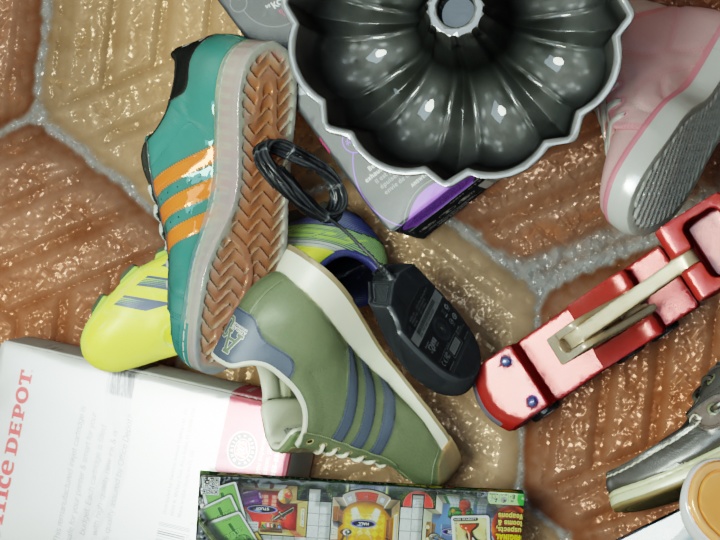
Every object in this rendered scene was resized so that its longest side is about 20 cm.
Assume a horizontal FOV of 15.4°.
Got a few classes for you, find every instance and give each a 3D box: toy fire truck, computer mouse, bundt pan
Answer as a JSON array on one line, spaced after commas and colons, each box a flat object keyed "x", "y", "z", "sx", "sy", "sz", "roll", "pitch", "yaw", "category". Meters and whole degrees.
[{"x": 0.149, "y": 0.030, "z": 1.589, "sx": 0.200, "sy": 0.141, "sz": 0.049, "roll": -34, "pitch": 83, "yaw": 10, "category": "toy fire truck"}, {"x": 0.000, "y": 0.000, "z": 1.584, "sx": 0.034, "sy": 0.059, "sz": 0.200, "roll": -29, "pitch": 108, "yaw": 38, "category": "computer mouse"}, {"x": 0.059, "y": -0.145, "z": 1.534, "sx": 0.201, "sy": 0.076, "sz": 0.203, "roll": -1, "pitch": 86, "yaw": 9, "category": "bundt pan"}]

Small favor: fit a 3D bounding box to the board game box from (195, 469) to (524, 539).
[{"x": -0.002, "y": 0.179, "z": 1.617, "sx": 0.199, "sy": 0.023, "sz": 0.105, "roll": 3, "pitch": 95, "yaw": -4, "category": "board game box"}]

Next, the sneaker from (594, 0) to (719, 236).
[{"x": 0.158, "y": -0.096, "z": 1.578, "sx": 0.104, "sy": 0.200, "sz": 0.076, "roll": 18, "pitch": 132, "yaw": 19, "category": "sneaker"}]

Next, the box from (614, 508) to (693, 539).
[{"x": 0.195, "y": 0.223, "z": 1.632, "sx": 0.199, "sy": 0.038, "sz": 0.137, "roll": -27, "pitch": 85, "yaw": 11, "category": "box"}]

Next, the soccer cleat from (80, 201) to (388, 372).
[{"x": -0.074, "y": 0.020, "z": 1.634, "sx": 0.199, "sy": 0.065, "sz": 0.084, "roll": -21, "pitch": 49, "yaw": -16, "category": "soccer cleat"}]

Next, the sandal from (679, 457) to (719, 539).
[{"x": 0.282, "y": 0.172, "z": 1.562, "sx": 0.206, "sy": 0.059, "sz": 0.080, "roll": 26, "pitch": 71, "yaw": -16, "category": "sandal"}]

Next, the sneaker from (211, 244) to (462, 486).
[{"x": -0.020, "y": 0.080, "z": 1.603, "sx": 0.090, "sy": 0.200, "sz": 0.067, "roll": -45, "pitch": 37, "yaw": -13, "category": "sneaker"}]

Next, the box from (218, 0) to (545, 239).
[{"x": 0.015, "y": -0.134, "z": 1.634, "sx": 0.122, "sy": 0.106, "sz": 0.200, "roll": -37, "pitch": 83, "yaw": 8, "category": "box"}]

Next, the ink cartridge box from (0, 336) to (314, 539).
[{"x": -0.138, "y": 0.132, "z": 1.679, "sx": 0.199, "sy": 0.083, "sz": 0.147, "roll": 13, "pitch": 93, "yaw": 11, "category": "ink cartridge box"}]

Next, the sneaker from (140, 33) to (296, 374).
[{"x": -0.091, "y": -0.041, "z": 1.595, "sx": 0.080, "sy": 0.071, "sz": 0.201, "roll": 10, "pitch": 91, "yaw": 39, "category": "sneaker"}]

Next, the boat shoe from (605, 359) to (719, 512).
[{"x": 0.233, "y": 0.083, "z": 1.613, "sx": 0.199, "sy": 0.073, "sz": 0.065, "roll": -26, "pitch": 77, "yaw": 4, "category": "boat shoe"}]
